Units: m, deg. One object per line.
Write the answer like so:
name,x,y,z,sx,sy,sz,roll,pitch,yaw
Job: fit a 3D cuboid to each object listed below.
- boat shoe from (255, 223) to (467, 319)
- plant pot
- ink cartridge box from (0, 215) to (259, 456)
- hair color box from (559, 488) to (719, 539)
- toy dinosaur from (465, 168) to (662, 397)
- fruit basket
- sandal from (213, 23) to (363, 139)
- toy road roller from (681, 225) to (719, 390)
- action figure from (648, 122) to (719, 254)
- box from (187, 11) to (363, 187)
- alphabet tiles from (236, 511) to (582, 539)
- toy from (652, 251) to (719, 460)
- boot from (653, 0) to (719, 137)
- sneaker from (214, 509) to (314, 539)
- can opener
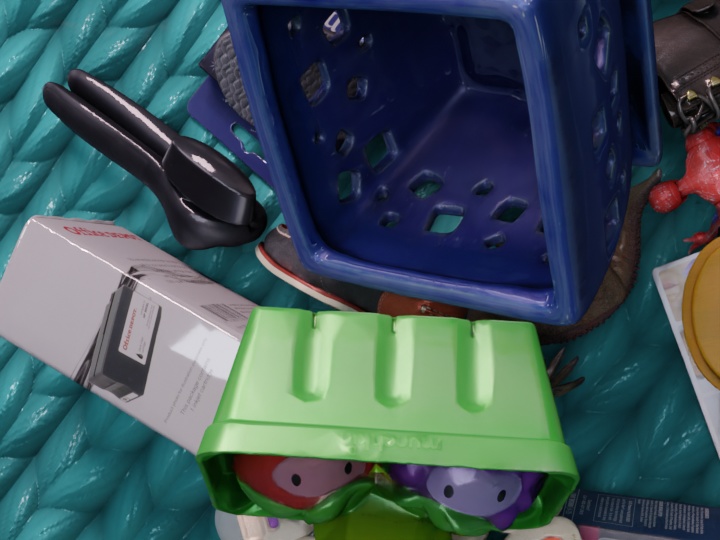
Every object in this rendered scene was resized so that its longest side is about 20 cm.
boat shoe,0.000,0.000,0.864,0.199,0.071,0.063,28,95,52
plant pot,0.064,-0.111,0.753,0.198,0.180,0.202,12,132,33
ink cartridge box,-0.129,0.046,0.891,0.198,0.144,0.085,29,96,13
hair color box,0.210,0.206,0.838,0.197,0.061,0.102,5,104,13
toy dinosaur,0.126,0.020,0.863,0.199,0.086,0.137,-32,81,7
fruit basket,0.012,0.136,0.726,0.212,0.156,0.219,0,67,-1
sandal,-0.004,-0.125,0.886,0.197,0.043,0.077,5,111,-18
toy road roller,0.280,0.021,0.735,0.197,0.146,0.125,-7,82,25
action figure,0.265,-0.076,0.846,0.198,0.099,0.066,-24,80,-10
box,-0.028,-0.158,0.930,0.121,0.032,0.201,40,99,11
alphabet tiles,0.029,0.160,0.799,0.193,0.015,0.202,-21,70,2
toy,0.273,0.075,0.842,0.114,0.047,0.203,-21,83,14
boot,0.261,-0.128,0.791,0.173,0.200,0.070,-29,127,-4
sneaker,-0.017,0.158,0.878,0.198,0.114,0.074,-10,88,15
can opener,-0.145,-0.084,0.945,0.199,0.063,0.079,37,124,21
